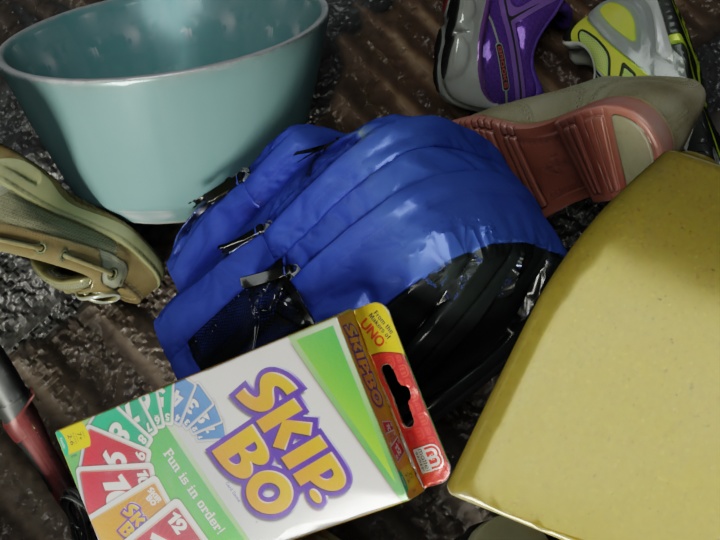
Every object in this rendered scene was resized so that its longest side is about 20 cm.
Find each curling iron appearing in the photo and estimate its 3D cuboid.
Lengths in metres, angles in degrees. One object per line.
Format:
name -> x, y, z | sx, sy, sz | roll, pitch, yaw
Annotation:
curling iron -> -0.191, 0.082, 0.919 | 0.026, 0.049, 0.201 | -39, 110, -39

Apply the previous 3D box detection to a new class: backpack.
backpack -> 0.000, 0.000, 0.871 | 0.200, 0.162, 0.169 | -38, 68, 24

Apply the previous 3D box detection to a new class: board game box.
board game box -> -0.057, 0.093, 0.801 | 0.199, 0.030, 0.096 | -23, 89, 23

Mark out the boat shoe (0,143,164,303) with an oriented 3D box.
boat shoe -> -0.184, -0.015, 0.921 | 0.073, 0.201, 0.064 | 17, 78, 25

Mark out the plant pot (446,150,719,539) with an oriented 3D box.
plant pot -> 0.180, 0.053, 0.820 | 0.193, 0.195, 0.201 | 20, 90, 14

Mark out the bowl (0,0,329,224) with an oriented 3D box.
bowl -> -0.111, -0.097, 0.958 | 0.199, 0.201, 0.106 | -4, 113, 7

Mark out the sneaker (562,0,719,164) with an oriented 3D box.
sneaker -> 0.178, -0.076, 0.963 | 0.076, 0.075, 0.202 | -19, 63, 19

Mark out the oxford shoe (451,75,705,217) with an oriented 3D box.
oxford shoe -> 0.117, -0.073, 0.935 | 0.199, 0.071, 0.074 | -1, 29, 49

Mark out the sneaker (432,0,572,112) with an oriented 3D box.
sneaker -> 0.099, -0.192, 1.016 | 0.083, 0.081, 0.202 | 12, 77, -9

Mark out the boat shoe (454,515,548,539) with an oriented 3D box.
boat shoe -> 0.100, 0.235, 0.868 | 0.073, 0.063, 0.203 | -15, 75, -28

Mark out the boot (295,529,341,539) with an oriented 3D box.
boot -> -0.027, 0.204, 0.853 | 0.144, 0.071, 0.202 | -33, 85, 23
